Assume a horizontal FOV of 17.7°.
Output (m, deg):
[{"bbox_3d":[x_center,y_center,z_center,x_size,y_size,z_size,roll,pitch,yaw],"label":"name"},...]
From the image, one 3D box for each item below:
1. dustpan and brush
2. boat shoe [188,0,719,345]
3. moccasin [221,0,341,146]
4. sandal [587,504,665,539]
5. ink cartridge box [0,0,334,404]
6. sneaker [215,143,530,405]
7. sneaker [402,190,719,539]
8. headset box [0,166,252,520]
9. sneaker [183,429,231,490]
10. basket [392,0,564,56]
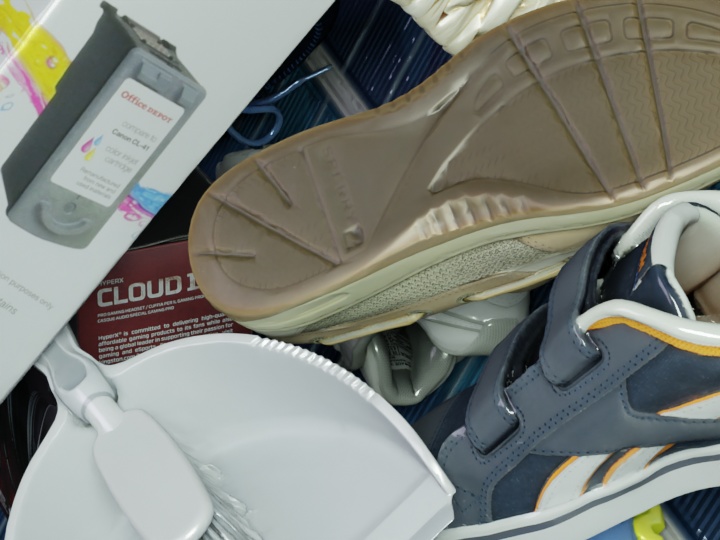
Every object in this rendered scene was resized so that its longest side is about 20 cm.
[{"bbox_3d":[-0.072,0.058,0.732,0.139,0.057,0.200,-42,33,-3],"label":"dustpan and brush"},{"bbox_3d":[0.046,-0.027,0.723,0.199,0.065,0.073,-22,64,12],"label":"boat shoe"},{"bbox_3d":[-0.065,-0.084,1.009,0.200,0.080,0.069,-30,37,64],"label":"moccasin"},{"bbox_3d":[0.055,0.108,0.727,0.080,0.086,0.201,-62,31,26],"label":"sandal"},{"bbox_3d":[-0.118,-0.069,0.774,0.200,0.085,0.148,-51,38,6],"label":"ink cartridge box"},{"bbox_3d":[0.000,0.000,0.870,0.200,0.077,0.100,-178,86,-65],"label":"sneaker"},{"bbox_3d":[0.078,0.026,0.681,0.199,0.080,0.079,-19,28,30],"label":"sneaker"},{"bbox_3d":[-0.103,0.030,0.941,0.149,0.077,0.202,-135,39,-53],"label":"headset box"},{"bbox_3d":[-0.024,0.142,0.796,0.201,0.075,0.115,59,136,15],"label":"sneaker"},{"bbox_3d":[0.044,-0.196,0.755,0.198,0.161,0.200,-40,42,9],"label":"basket"}]
